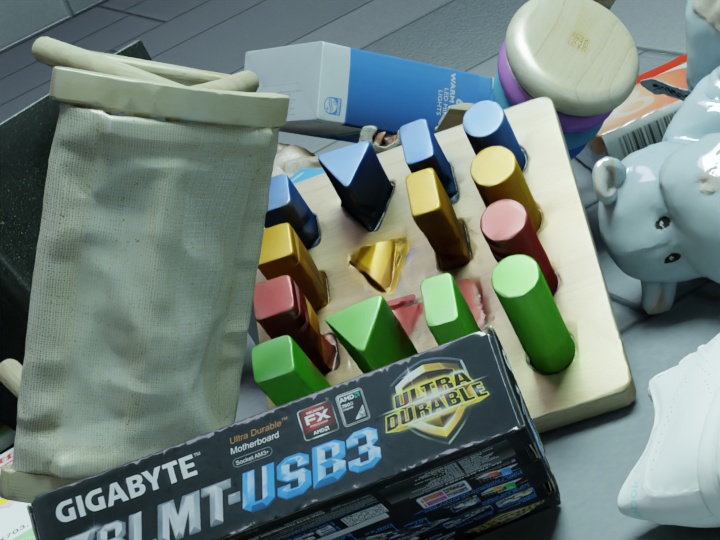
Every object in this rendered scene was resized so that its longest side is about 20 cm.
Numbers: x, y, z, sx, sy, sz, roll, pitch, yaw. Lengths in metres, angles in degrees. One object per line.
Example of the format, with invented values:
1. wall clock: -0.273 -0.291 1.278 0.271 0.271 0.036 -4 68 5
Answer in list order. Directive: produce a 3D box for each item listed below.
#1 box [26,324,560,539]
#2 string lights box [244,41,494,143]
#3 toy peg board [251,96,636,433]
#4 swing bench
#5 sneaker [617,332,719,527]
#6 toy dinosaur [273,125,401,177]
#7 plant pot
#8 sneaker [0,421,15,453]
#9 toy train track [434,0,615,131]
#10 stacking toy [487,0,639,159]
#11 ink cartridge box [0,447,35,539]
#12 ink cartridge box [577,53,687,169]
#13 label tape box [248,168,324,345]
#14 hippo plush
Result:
1. box: -0.016 0.102 0.702 0.198 0.050 0.199 -22 -19 5
2. string lights box: 0.017 -0.128 1.241 0.198 0.060 0.102 5 -1 -39
3. toy peg board: 0.024 -0.006 0.874 0.198 0.098 0.201 -18 55 11
4. swing bench: -0.112 -0.004 0.827 0.128 0.202 0.200 7 11 -15
5. sneaker: 0.180 0.046 0.764 0.088 0.076 0.200 -20 18 45
6. toy dinosaur: -0.039 -0.048 1.209 0.134 0.087 0.200 15 -14 -9
7. plant pot: -0.200 -0.003 1.096 0.200 0.178 0.199 -41 5 -37
8. sneaker: -0.296 0.097 1.129 0.076 0.089 0.200 -3 28 44
9. toy train track: 0.117 -0.135 1.067 0.113 0.033 0.201 2 -37 -27
10. stacking toy: 0.108 -0.086 1.044 0.085 0.085 0.201 -35 -16 -29
11. ink cartridge box: -0.159 0.137 0.907 0.116 0.068 0.200 -29 21 -12
12. ink cartridge box: 0.222 -0.136 1.190 0.161 0.051 0.200 -25 23 -3
13. label tape box: 0.000 0.000 1.034 0.198 0.067 0.143 7 36 40
14. hippo plush: 0.195 -0.075 0.906 0.160 0.161 0.199 -36 24 -33
